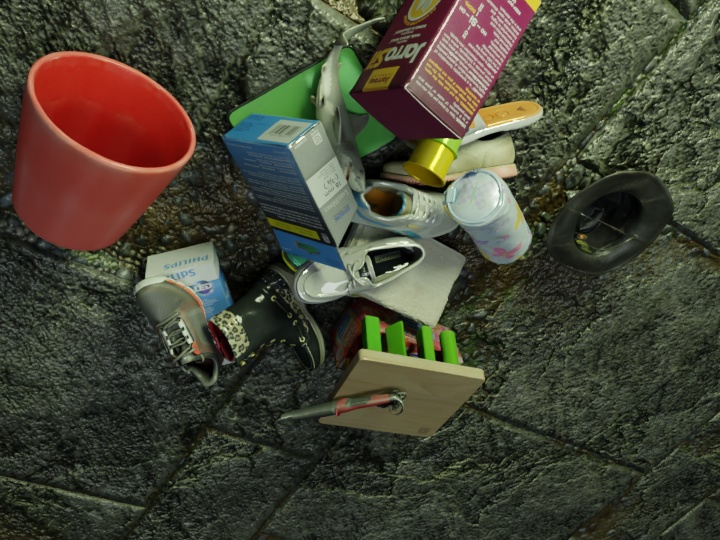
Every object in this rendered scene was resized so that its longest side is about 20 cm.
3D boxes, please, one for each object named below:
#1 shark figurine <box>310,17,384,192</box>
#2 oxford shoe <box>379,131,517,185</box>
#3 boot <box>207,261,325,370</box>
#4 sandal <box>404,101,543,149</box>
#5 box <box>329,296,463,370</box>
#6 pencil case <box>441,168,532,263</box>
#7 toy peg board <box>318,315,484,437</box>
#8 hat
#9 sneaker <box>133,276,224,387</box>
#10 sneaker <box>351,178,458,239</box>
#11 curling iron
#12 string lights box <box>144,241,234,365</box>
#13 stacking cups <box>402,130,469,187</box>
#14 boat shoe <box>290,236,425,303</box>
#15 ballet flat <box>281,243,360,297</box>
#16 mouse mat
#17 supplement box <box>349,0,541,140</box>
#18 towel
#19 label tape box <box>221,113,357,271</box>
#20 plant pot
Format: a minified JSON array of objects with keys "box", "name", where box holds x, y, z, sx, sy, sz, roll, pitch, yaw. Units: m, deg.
[{"box":[-0.018,-0.221,0.907,0.089,0.128,0.215,-13,112,-34],"name":"shark figurine"},{"box":[0.125,-0.163,0.990,0.200,0.071,0.074,-6,98,-6],"name":"oxford shoe"},{"box":[-0.144,0.106,1.060,0.154,0.073,0.204,-40,128,-32],"name":"boot"},{"box":[0.153,-0.220,0.941,0.207,0.079,0.059,-18,126,-10],"name":"sandal"},{"box":[0.059,0.129,1.151,0.200,0.096,0.100,22,119,-25],"name":"box"},{"box":[0.189,-0.073,0.998,0.091,0.083,0.200,-12,159,23],"name":"pencil case"},{"box":[0.057,0.165,1.073,0.200,0.098,0.199,12,138,-16],"name":"toy peg board"},{"box":[0.384,-0.090,1.079,0.200,0.081,0.201,-2,130,-2],"name":"hat"},{"box":[-0.256,0.093,0.991,0.077,0.082,0.200,-27,126,8],"name":"sneaker"},{"box":[0.069,-0.088,0.991,0.200,0.081,0.077,4,89,-25],"name":"sneaker"},{"box":[-0.026,0.211,1.027,0.200,0.026,0.050,-11,137,11],"name":"curling iron"},{"box":[-0.250,0.061,1.058,0.103,0.059,0.200,-13,126,-3],"name":"string lights box"},{"box":[0.123,-0.207,0.879,0.060,0.060,0.200,33,77,-30],"name":"stacking cups"},{"box":[0.000,0.000,0.976,0.200,0.066,0.072,-14,100,-20],"name":"boat shoe"},{"box":[-0.040,0.009,1.071,0.200,0.067,0.067,16,149,-23],"name":"ballet flat"},{"box":[-0.063,-0.200,0.946,0.200,0.008,0.161,-27,126,8],"name":"mouse mat"},{"box":[0.098,-0.265,0.812,0.103,0.131,0.200,34,81,-31],"name":"supplement box"},{"box":[0.060,-0.003,1.055,0.200,0.034,0.133,27,85,-22],"name":"towel"},{"box":[-0.082,-0.106,0.914,0.063,0.144,0.200,-45,131,-25],"name":"label tape box"},{"box":[-0.328,-0.132,0.832,0.200,0.201,0.177,23,128,-26],"name":"plant pot"}]
